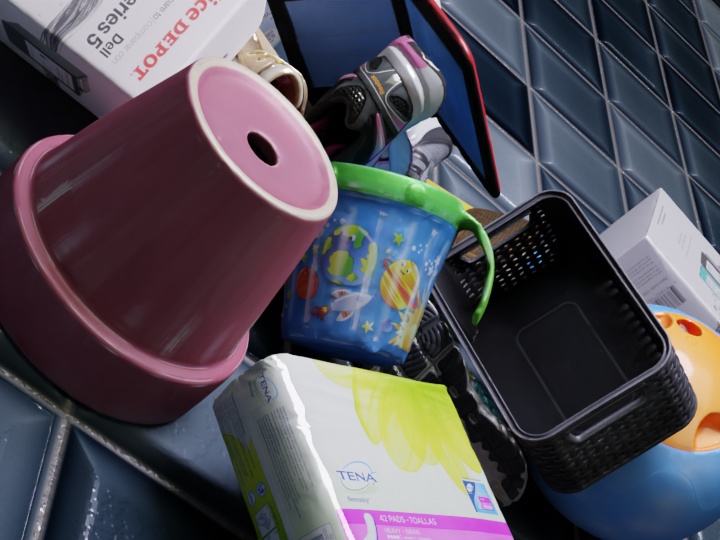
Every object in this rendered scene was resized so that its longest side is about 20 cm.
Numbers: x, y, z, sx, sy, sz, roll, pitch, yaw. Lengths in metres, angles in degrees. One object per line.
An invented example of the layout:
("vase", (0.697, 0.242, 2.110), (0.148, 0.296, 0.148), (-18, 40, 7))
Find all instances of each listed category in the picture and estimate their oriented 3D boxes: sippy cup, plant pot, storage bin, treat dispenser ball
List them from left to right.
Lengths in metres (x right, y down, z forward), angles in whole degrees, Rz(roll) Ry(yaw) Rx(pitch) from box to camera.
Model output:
("plant pot", (-0.119, -0.032, 1.077), (0.200, 0.179, 0.201), (38, 28, -24))
("sippy cup", (0.000, 0.000, 1.255), (0.139, 0.177, 0.131), (22, 77, -49))
("storage bin", (0.155, 0.054, 1.302), (0.094, 0.135, 0.200), (54, 5, -49))
("treat dispenser ball", (0.234, 0.129, 1.403), (0.201, 0.201, 0.201), (37, 29, -25))

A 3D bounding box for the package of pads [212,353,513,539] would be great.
("package of pads", (0.007, 0.136, 1.074), (0.199, 0.068, 0.155), (15, 44, -51))

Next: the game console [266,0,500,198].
("game console", (0.017, -0.149, 1.313), (0.200, 0.171, 0.119), (71, 20, -57))

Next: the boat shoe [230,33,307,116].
("boat shoe", (-0.070, -0.123, 1.233), (0.074, 0.069, 0.201), (26, 35, -40))

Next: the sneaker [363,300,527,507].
("sneaker", (0.065, 0.101, 1.337), (0.201, 0.077, 0.080), (59, 11, 0))

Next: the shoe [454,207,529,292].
("shoe", (0.109, -0.013, 1.471), (0.070, 0.054, 0.200), (21, 18, 14))

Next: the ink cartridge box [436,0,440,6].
("ink cartridge box", (0.028, -0.244, 1.609), (0.116, 0.067, 0.201), (-23, 104, -63))

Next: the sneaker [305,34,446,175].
("sneaker", (-0.009, -0.107, 1.265), (0.086, 0.200, 0.081), (-27, 74, -22))

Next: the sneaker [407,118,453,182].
("sneaker", (0.039, -0.057, 1.431), (0.114, 0.076, 0.200), (46, 43, 12))

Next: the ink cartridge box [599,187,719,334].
("ink cartridge box", (0.300, 0.056, 1.658), (0.200, 0.147, 0.146), (48, 26, -6))

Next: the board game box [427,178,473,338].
("board game box", (0.104, 0.005, 1.532), (0.199, 0.040, 0.154), (29, 34, -36))

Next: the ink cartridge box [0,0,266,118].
("ink cartridge box", (-0.182, -0.206, 1.182), (0.200, 0.084, 0.146), (38, 71, 3))

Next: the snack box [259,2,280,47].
("snack box", (-0.126, -0.302, 1.532), (0.200, 0.068, 0.169), (45, 26, -9))

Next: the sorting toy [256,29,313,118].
("sorting toy", (-0.140, -0.153, 1.319), (0.201, 0.070, 0.198), (56, 27, 11))
